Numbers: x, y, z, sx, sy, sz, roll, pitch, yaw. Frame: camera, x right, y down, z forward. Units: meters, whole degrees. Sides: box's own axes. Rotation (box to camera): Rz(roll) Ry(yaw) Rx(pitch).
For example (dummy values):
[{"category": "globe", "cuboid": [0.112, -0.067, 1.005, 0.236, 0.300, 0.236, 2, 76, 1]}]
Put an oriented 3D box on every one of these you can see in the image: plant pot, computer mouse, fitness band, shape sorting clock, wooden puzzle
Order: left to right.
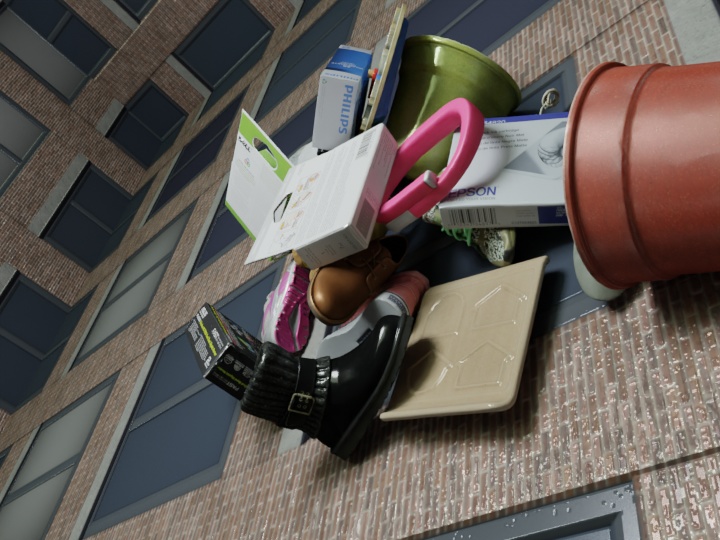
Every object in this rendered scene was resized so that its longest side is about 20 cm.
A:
[{"category": "computer mouse", "cuboid": [0.021, -0.124, 0.999, 0.035, 0.196, 0.059, -61, -14, -11]}, {"category": "shape sorting clock", "cuboid": [0.029, -0.278, 1.004, 0.200, 0.038, 0.206, -166, 89, -86]}, {"category": "fitness band", "cuboid": [0.075, -0.129, 0.866, 0.199, 0.037, 0.146, -33, 32, 49]}, {"category": "plant pot", "cuboid": [0.111, -0.204, 1.027, 0.199, 0.197, 0.188, 16, 80, 61]}, {"category": "wooden puzzle", "cuboid": [0.123, 0.085, 0.786, 0.183, 0.046, 0.203, -18, 37, 47]}, {"category": "plant pot", "cuboid": [0.299, -0.084, 0.569, 0.192, 0.201, 0.204, 1, 55, 47]}]

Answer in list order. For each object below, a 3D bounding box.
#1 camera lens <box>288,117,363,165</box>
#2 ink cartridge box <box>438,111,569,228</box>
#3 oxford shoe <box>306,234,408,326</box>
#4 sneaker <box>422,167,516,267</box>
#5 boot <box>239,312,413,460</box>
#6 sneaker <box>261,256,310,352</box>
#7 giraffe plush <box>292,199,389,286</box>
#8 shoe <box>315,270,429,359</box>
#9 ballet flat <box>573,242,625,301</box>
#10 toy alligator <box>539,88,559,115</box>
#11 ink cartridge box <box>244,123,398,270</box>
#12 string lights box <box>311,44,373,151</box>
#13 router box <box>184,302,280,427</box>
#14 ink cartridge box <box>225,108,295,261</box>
[{"category": "camera lens", "cuboid": [-0.034, -0.154, 1.197, 0.197, 0.159, 0.163, -19, 40, 47]}, {"category": "ink cartridge box", "cuboid": [0.202, -0.138, 0.839, 0.194, 0.041, 0.204, -1, 49, 21]}, {"category": "oxford shoe", "cuboid": [0.000, 0.000, 0.870, 0.071, 0.072, 0.200, -37, 3, 37]}, {"category": "sneaker", "cuboid": [0.122, -0.061, 0.874, 0.086, 0.079, 0.201, -11, 34, -19]}, {"category": "boot", "cuboid": [-0.043, 0.113, 0.821, 0.214, 0.155, 0.080, -60, 3, 19]}, {"category": "sneaker", "cuboid": [-0.116, 0.046, 1.167, 0.087, 0.081, 0.203, -19, 39, 46]}, {"category": "giraffe plush", "cuboid": [-0.020, -0.013, 1.048, 0.193, 0.175, 0.166, -5, 52, 8]}, {"category": "shoe", "cuboid": [0.018, 0.077, 0.940, 0.091, 0.072, 0.200, -39, -5, -47]}, {"category": "ballet flat", "cuboid": [0.254, -0.072, 0.699, 0.066, 0.064, 0.205, 10, 67, 26]}, {"category": "toy alligator", "cuboid": [0.215, -0.158, 0.919, 0.202, 0.059, 0.054, -54, 27, -4]}, {"category": "ink cartridge box", "cuboid": [-0.047, -0.087, 0.914, 0.173, 0.045, 0.203, -19, 37, 34]}, {"category": "string lights box", "cuboid": [-0.023, -0.259, 1.044, 0.201, 0.057, 0.105, -77, -3, -61]}, {"category": "router box", "cuboid": [-0.183, 0.141, 1.076, 0.063, 0.149, 0.199, -51, 26, -3]}, {"category": "ink cartridge box", "cuboid": [-0.139, -0.141, 1.130, 0.075, 0.148, 0.202, -24, -28, -36]}]
